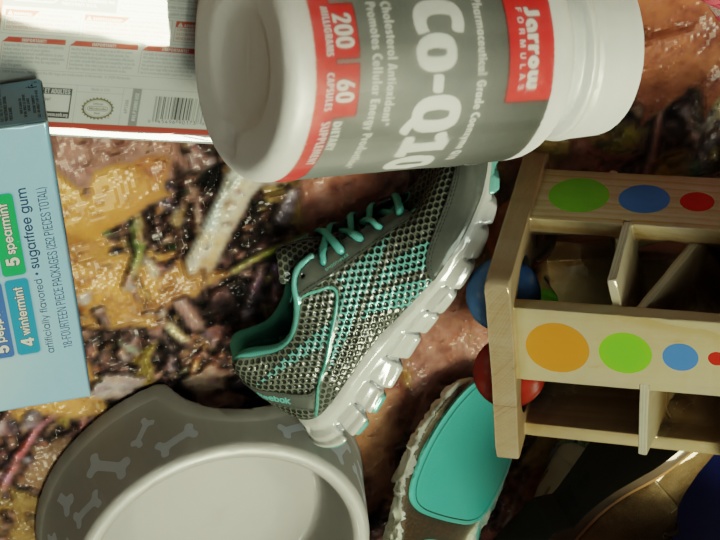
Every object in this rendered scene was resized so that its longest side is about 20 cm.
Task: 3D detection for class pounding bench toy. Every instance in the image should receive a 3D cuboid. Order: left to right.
[{"bbox_3d":[0.149,-0.001,0.977,0.156,0.200,0.124,4,128,14],"label":"pounding bench toy"}]

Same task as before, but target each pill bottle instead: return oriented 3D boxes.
[{"bbox_3d":[0.031,-0.106,0.850,0.200,0.114,0.114,-7,125,-27],"label":"pill bottle"}]

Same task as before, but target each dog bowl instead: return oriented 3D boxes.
[{"bbox_3d":[-0.086,0.156,1.025,0.200,0.059,0.200,-10,124,-15],"label":"dog bowl"}]

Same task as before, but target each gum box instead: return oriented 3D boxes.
[{"bbox_3d":[-0.243,0.002,0.861,0.200,0.045,0.170,-8,127,-9],"label":"gum box"}]

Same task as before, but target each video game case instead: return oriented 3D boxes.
[{"bbox_3d":[-0.106,-0.154,0.836,0.143,0.017,0.200,2,122,-21],"label":"video game case"}]

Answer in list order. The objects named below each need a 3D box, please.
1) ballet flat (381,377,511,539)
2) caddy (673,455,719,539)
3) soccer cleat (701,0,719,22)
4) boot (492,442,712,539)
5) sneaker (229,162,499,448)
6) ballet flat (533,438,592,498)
[{"bbox_3d":[0.035,0.153,1.050,0.072,0.072,0.200,26,78,-32],"label":"ballet flat"},{"bbox_3d":[0.256,0.110,1.093,0.141,0.105,0.200,-5,137,-36],"label":"caddy"},{"bbox_3d":[0.192,-0.165,0.912,0.200,0.068,0.073,19,118,-32],"label":"soccer cleat"},{"bbox_3d":[0.164,0.137,1.030,0.075,0.074,0.200,41,105,-16],"label":"boot"},{"bbox_3d":[0.000,0.000,0.947,0.091,0.078,0.200,29,102,-17],"label":"sneaker"},{"bbox_3d":[0.133,0.163,1.099,0.074,0.074,0.200,-4,122,-18],"label":"ballet flat"}]
